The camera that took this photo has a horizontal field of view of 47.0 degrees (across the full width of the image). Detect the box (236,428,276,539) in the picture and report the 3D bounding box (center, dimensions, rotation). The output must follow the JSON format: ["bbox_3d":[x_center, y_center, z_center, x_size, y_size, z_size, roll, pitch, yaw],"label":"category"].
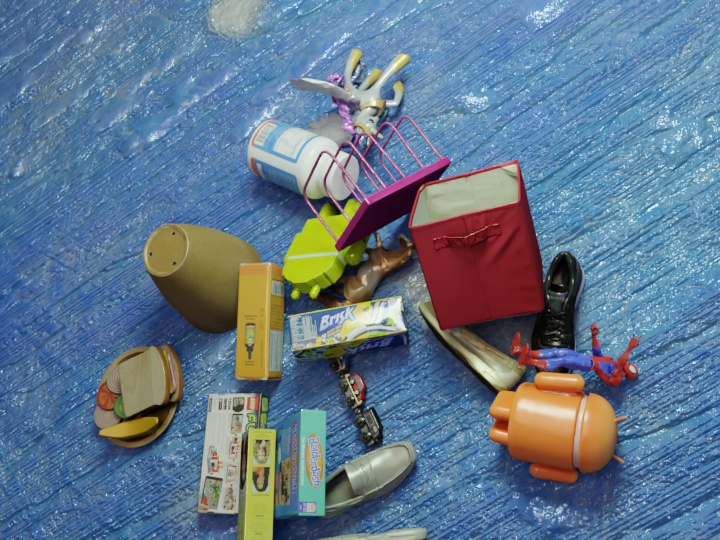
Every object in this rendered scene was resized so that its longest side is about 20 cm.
[{"bbox_3d":[-0.170,0.365,1.349,0.049,0.075,0.205,5,71,-17],"label":"box"}]

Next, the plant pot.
[{"bbox_3d":[-0.297,-0.002,1.483,0.182,0.200,0.191,-6,71,19],"label":"plant pot"}]

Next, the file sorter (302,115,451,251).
[{"bbox_3d":[0.022,-0.153,1.376,0.198,0.139,0.126,-30,75,-36],"label":"file sorter"}]

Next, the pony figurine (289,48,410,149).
[{"bbox_3d":[-0.016,-0.313,1.517,0.189,0.168,0.203,12,59,23],"label":"pony figurine"}]

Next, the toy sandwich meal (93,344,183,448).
[{"bbox_3d":[-0.416,0.226,1.523,0.201,0.070,0.210,-7,70,19],"label":"toy sandwich meal"}]

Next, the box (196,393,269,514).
[{"bbox_3d":[-0.220,0.318,1.436,0.108,0.035,0.205,-3,71,20],"label":"box"}]

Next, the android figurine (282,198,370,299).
[{"bbox_3d":[-0.065,-0.036,1.452,0.179,0.041,0.203,-6,50,40],"label":"android figurine"}]

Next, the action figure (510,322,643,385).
[{"bbox_3d":[0.333,0.112,1.229,0.196,0.065,0.101,15,107,-13],"label":"action figure"}]

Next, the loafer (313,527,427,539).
[{"bbox_3d":[0.011,0.442,1.289,0.195,0.072,0.064,-11,76,14],"label":"loafer"}]

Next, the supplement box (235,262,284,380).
[{"bbox_3d":[-0.176,0.091,1.462,0.065,0.069,0.205,-2,80,21],"label":"supplement box"}]

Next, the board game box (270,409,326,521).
[{"bbox_3d":[-0.103,0.314,1.312,0.044,0.200,0.156,7,71,-18],"label":"board game box"}]

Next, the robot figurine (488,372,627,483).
[{"bbox_3d":[0.291,0.233,1.223,0.196,0.117,0.147,7,72,24],"label":"robot figurine"}]

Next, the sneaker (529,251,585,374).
[{"bbox_3d":[0.300,0.070,1.287,0.074,0.088,0.205,5,75,22],"label":"sneaker"}]

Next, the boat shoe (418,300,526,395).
[{"bbox_3d":[0.176,0.114,1.333,0.063,0.073,0.200,-44,66,-5],"label":"boat shoe"}]

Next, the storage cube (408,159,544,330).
[{"bbox_3d":[0.184,-0.039,1.281,0.167,0.183,0.201,-12,24,16],"label":"storage cube"}]

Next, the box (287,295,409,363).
[{"bbox_3d":[-0.019,0.100,1.387,0.195,0.070,0.066,-10,66,2],"label":"box"}]

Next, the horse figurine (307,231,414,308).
[{"bbox_3d":[0.000,0.000,1.451,0.200,0.050,0.132,-48,57,-2],"label":"horse figurine"}]

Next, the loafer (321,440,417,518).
[{"bbox_3d":[0.001,0.336,1.324,0.198,0.070,0.071,-34,65,8],"label":"loafer"}]

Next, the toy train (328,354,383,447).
[{"bbox_3d":[-0.011,0.199,1.396,0.045,0.034,0.203,-29,65,6],"label":"toy train"}]

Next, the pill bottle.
[{"bbox_3d":[-0.103,-0.197,1.513,0.198,0.112,0.114,25,82,31],"label":"pill bottle"}]
